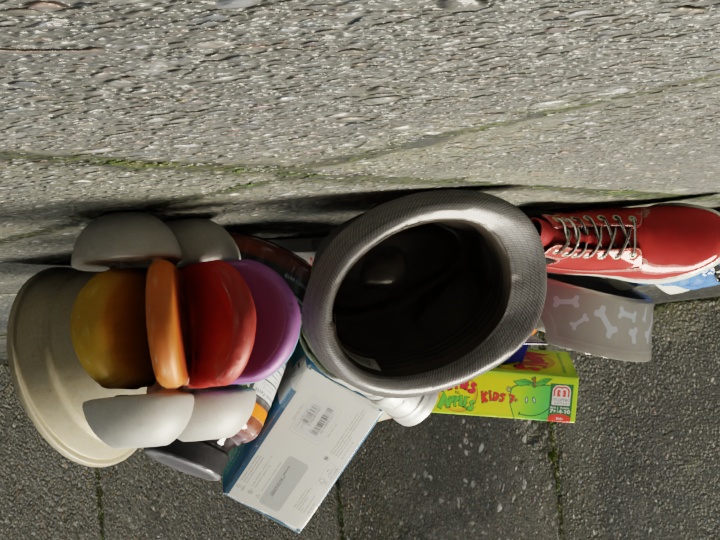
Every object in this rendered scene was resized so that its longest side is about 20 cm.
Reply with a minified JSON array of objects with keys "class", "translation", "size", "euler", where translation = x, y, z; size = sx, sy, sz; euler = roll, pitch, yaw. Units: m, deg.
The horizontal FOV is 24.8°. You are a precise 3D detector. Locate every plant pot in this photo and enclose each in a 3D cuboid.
[{"class":"plant pot","translation":[-0.196,0.067,1.543],"size":[0.183,0.201,0.200],"euler":[-19,169,29]}]

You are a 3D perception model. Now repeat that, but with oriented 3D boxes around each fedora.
[{"class":"fedora","translation":[0.040,0.007,1.308],"size":[0.200,0.177,0.090],"euler":[-20,-150,-13]}]

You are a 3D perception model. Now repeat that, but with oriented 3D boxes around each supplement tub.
[{"class":"supplement tub","translation":[-0.117,0.075,1.401],"size":[0.107,0.200,0.107],"euler":[20,164,6]}]

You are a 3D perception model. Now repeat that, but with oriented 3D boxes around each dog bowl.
[{"class":"dog bowl","translation":[0.193,0.032,1.593],"size":[0.200,0.059,0.200],"euler":[15,-174,-2]}]

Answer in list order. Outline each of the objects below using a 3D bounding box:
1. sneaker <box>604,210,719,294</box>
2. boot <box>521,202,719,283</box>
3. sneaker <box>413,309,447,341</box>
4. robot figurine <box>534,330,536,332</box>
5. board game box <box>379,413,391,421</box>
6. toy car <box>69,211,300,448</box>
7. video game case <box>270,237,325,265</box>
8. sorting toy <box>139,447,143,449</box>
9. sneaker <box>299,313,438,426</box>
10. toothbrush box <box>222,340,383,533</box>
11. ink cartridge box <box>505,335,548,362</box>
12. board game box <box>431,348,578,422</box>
[{"class":"sneaker","translation":[0.312,-0.021,1.583],"size":[0.111,0.077,0.200],"euler":[-16,162,33]},{"class":"boot","translation":[0.219,-0.027,1.443],"size":[0.199,0.073,0.144],"euler":[-3,175,21]},{"class":"sneaker","translation":[0.089,0.033,1.429],"size":[0.080,0.084,0.200],"euler":[-8,-150,6]},{"class":"robot figurine","translation":[0.125,0.034,1.788],"size":[0.144,0.117,0.200],"euler":[-19,180,-17]},{"class":"board game box","translation":[0.042,0.126,1.755],"size":[0.151,0.046,0.200],"euler":[-16,170,-2]},{"class":"toy car","translation":[-0.121,0.041,1.245],"size":[0.150,0.176,0.200],"euler":[-9,174,27]},{"class":"video game case","translation":[0.000,0.000,1.577],"size":[0.199,0.018,0.143],"euler":[-3,158,-3]},{"class":"sorting toy","translation":[-0.146,0.106,1.721],"size":[0.199,0.199,0.070],"euler":[16,-157,12]},{"class":"sneaker","translation":[-0.004,0.035,1.423],"size":[0.074,0.200,0.115],"euler":[-43,129,18]},{"class":"toothbrush box","translation":[-0.057,0.124,1.513],"size":[0.085,0.147,0.200],"euler":[30,-165,-14]},{"class":"ink cartridge box","translation":[0.094,0.062,1.592],"size":[0.094,0.037,0.200],"euler":[1,-171,-22]},{"class":"board game box","translation":[0.106,0.105,1.588],"size":[0.199,0.048,0.102],"euler":[4,-170,1]}]
